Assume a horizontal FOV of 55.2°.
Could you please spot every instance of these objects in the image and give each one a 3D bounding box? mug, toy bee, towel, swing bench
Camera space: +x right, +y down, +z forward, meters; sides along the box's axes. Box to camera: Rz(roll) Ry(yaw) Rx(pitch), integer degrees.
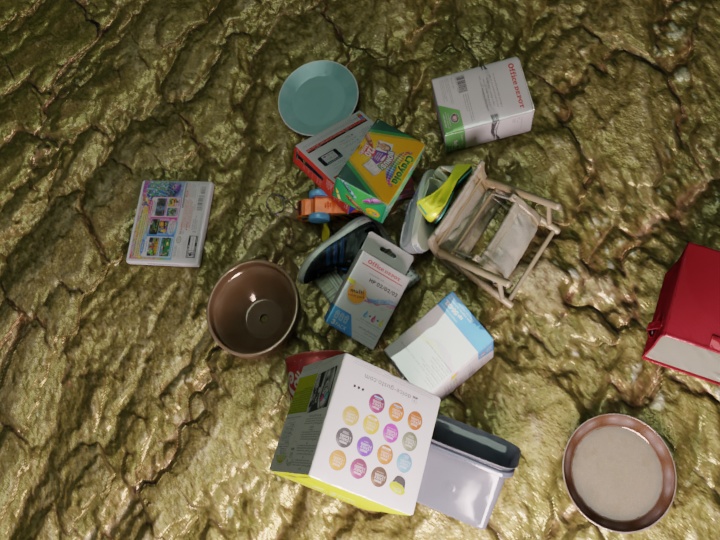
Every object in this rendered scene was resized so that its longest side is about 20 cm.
[{"bbox_3d":[-0.058,0.264,1.320,0.173,0.133,0.206,-10,72,18],"label":"mug"},{"bbox_3d":[-0.095,-0.138,1.482,0.195,0.109,0.134,22,79,-2],"label":"toy bee"},{"bbox_3d":[0.000,0.000,1.461,0.191,0.035,0.202,-37,70,-1],"label":"towel"},{"bbox_3d":[0.268,-0.074,1.384,0.198,0.130,0.201,32,80,25],"label":"swing bench"}]

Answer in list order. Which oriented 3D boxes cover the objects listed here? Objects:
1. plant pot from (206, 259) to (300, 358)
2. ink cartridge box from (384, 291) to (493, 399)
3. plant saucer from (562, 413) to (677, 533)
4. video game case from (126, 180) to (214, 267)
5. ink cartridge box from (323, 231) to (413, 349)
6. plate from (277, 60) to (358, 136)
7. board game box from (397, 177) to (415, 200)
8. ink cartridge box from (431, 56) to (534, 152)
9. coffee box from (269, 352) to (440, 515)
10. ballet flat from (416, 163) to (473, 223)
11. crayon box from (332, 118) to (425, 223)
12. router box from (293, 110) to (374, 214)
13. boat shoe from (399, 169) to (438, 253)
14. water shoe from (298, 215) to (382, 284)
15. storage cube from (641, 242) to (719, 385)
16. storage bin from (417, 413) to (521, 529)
[{"bbox_3d":[-0.212,0.089,1.432,0.195,0.093,0.207,-4,69,10],"label":"plant pot"},{"bbox_3d":[0.142,0.166,1.318,0.198,0.129,0.126,-38,68,-5],"label":"ink cartridge box"},{"bbox_3d":[0.462,0.363,1.239,0.194,0.035,0.206,-3,71,9],"label":"plant saucer"},{"bbox_3d":[-0.436,-0.110,1.582,0.177,0.024,0.206,2,72,12],"label":"video game case"},{"bbox_3d":[0.022,0.037,1.377,0.113,0.068,0.204,28,90,-6],"label":"ink cartridge box"},{"bbox_3d":[-0.098,-0.402,1.621,0.194,0.026,0.206,-3,70,9],"label":"plate"},{"bbox_3d":[0.018,-0.192,1.528,0.194,0.019,0.106,-13,70,6],"label":"board game box"},{"bbox_3d":[0.265,-0.361,1.505,0.194,0.085,0.150,-12,69,6],"label":"ink cartridge box"},{"bbox_3d":[-0.012,0.282,1.172,0.196,0.199,0.202,26,67,-19],"label":"coffee box"},{"bbox_3d":[0.173,-0.177,1.428,0.067,0.067,0.201,37,51,0],"label":"ballet flat"},{"bbox_3d":[0.039,-0.203,1.388,0.117,0.059,0.202,28,54,5],"label":"crayon box"},{"bbox_3d":[-0.014,-0.235,1.468,0.198,0.049,0.179,-34,67,-31],"label":"router box"},{"bbox_3d":[0.121,-0.125,1.454,0.070,0.070,0.205,-12,51,39],"label":"boat shoe"},{"bbox_3d":[-0.042,-0.029,1.423,0.199,0.072,0.079,-41,74,-1],"label":"water shoe"},{"bbox_3d":[0.627,0.084,1.233,0.195,0.171,0.184,19,74,17],"label":"storage cube"},{"bbox_3d":[0.176,0.361,1.251,0.195,0.145,0.138,19,102,16],"label":"storage bin"}]
